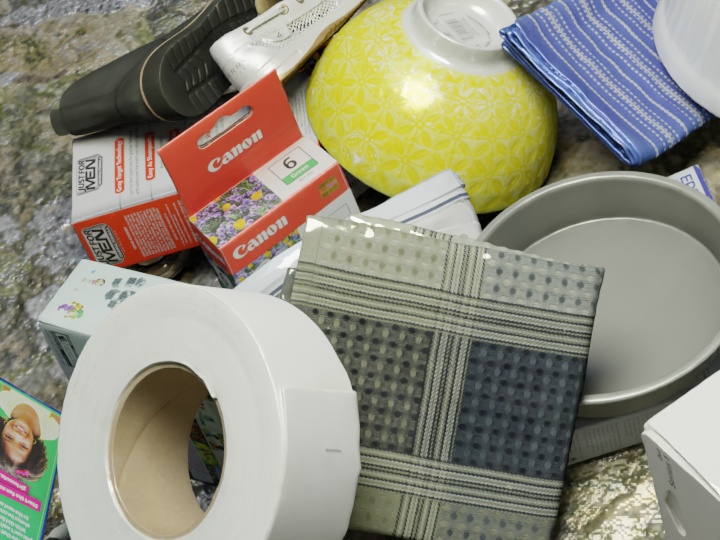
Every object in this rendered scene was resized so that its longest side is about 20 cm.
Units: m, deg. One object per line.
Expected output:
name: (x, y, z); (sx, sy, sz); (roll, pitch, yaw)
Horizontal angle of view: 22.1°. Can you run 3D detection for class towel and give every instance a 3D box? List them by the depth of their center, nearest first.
towel: (0.040, 0.072, 1.158); (0.198, 0.035, 0.195); (11, 90, -4)
towel: (0.206, -0.161, 1.367); (0.145, 0.024, 0.199); (46, 46, 13)

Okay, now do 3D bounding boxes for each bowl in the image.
bowl: (0.066, -0.149, 1.383); (0.198, 0.108, 0.201); (11, 42, -10)

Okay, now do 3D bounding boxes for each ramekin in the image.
ramekin: (0.321, -0.196, 1.346); (0.198, 0.098, 0.202); (4, 47, -5)

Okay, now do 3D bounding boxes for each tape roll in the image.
tape roll: (-0.094, 0.110, 1.119); (0.201, 0.070, 0.205); (-7, 80, 41)

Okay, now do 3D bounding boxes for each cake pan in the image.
cake pan: (0.162, 0.018, 1.240); (0.198, 0.037, 0.202); (-10, 47, 11)

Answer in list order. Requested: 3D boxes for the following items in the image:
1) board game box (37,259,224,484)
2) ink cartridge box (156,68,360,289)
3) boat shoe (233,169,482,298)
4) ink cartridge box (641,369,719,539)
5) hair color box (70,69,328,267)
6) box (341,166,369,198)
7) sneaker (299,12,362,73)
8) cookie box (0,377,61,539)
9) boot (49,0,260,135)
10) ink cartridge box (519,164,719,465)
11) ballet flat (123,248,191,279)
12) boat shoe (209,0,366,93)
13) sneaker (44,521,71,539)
board game box: (-0.106, 0.080, 1.270); (0.198, 0.148, 0.065); (13, 53, 30)
ink cartridge box: (-0.058, -0.033, 1.317); (0.109, 0.201, 0.050); (-36, 45, -13)
boat shoe: (0.000, 0.000, 1.279); (0.199, 0.074, 0.067); (-29, 83, -13)
ink cartridge box: (0.277, 0.102, 1.099); (0.199, 0.147, 0.084); (-34, 47, -10)
hair color box: (-0.121, -0.076, 1.427); (0.198, 0.062, 0.102); (-15, 44, 7)
box: (-0.027, -0.071, 1.456); (0.199, 0.039, 0.041); (-38, 47, -15)
sneaker: (-0.048, -0.143, 1.505); (0.199, 0.078, 0.078); (-32, 46, -8)
cookie box: (-0.282, 0.197, 1.228); (0.171, 0.075, 0.201); (-38, 33, 36)
boot: (-0.144, -0.170, 1.459); (0.137, 0.078, 0.200); (-10, 16, 39)
ink cartridge box: (0.172, 0.033, 1.278); (0.198, 0.041, 0.201); (-18, 46, 4)
ballet flat: (-0.180, -0.066, 1.506); (0.067, 0.047, 0.201); (-20, 45, 4)
boat shoe: (-0.048, -0.202, 1.420); (0.071, 0.069, 0.200); (-42, 6, 42)
sneaker: (-0.190, 0.230, 1.185); (0.074, 0.116, 0.201); (7, 52, 27)
